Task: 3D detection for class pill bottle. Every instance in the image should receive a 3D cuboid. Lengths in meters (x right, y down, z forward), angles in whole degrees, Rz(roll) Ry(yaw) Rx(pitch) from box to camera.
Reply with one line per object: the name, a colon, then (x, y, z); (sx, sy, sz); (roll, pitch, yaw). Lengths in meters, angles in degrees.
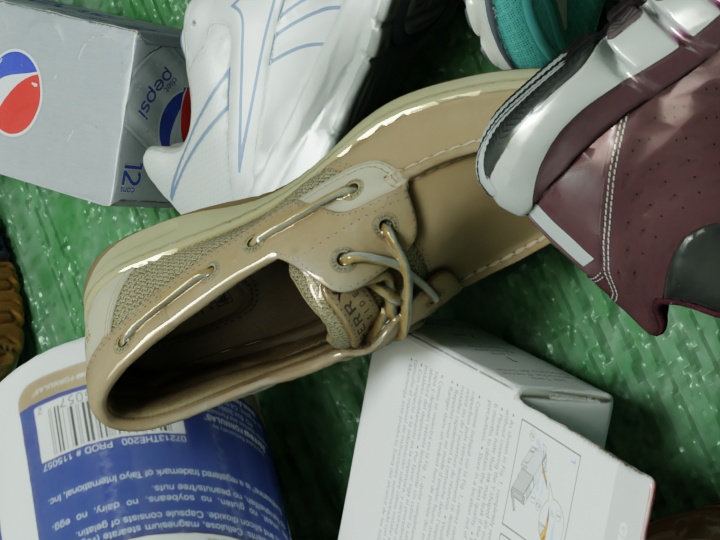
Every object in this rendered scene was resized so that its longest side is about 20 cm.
pill bottle: (-0.072, 0.130, 0.835); (0.111, 0.110, 0.201); (-46, 42, 32)

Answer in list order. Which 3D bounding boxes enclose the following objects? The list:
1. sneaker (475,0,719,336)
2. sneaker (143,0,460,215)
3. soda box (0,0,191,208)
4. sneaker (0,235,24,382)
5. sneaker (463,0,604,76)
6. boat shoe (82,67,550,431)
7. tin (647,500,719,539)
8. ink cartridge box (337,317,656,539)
sneaker: (0.140, -0.058, 0.720); (0.200, 0.076, 0.116); (-40, 95, 15)
sneaker: (-0.018, -0.089, 0.832); (0.087, 0.074, 0.201); (32, 111, 17)
soda box: (-0.138, -0.075, 0.959); (0.199, 0.063, 0.069); (16, 100, 40)
sneaker: (-0.185, 0.057, 0.997); (0.088, 0.075, 0.202); (-21, 76, 40)
sneaker: (0.086, -0.151, 0.754); (0.079, 0.077, 0.201); (27, 109, 28)
boat shoe: (0.000, 0.000, 0.788); (0.199, 0.071, 0.065); (-25, 36, 16)
tin: (0.109, 0.171, 0.761); (0.112, 0.042, 0.202); (19, 104, 44)
ink cartridge box: (0.044, 0.134, 0.778); (0.176, 0.044, 0.202); (28, 111, 58)
